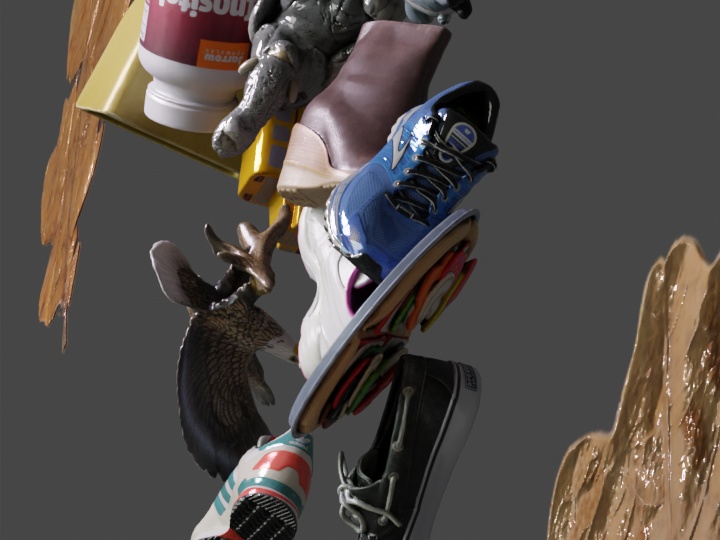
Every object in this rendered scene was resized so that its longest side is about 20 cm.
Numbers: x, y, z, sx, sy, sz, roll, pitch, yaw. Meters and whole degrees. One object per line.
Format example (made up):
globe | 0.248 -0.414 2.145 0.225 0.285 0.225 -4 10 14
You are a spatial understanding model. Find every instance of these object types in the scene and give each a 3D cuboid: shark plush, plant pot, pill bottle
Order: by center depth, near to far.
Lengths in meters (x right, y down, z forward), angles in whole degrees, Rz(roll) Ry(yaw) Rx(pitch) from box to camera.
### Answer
shark plush | 0.040 -0.220 1.623 0.200 0.083 0.091 -108 39 -59
pill bottle | -0.137 -0.231 1.876 0.113 0.112 0.202 -118 36 -66
plant pot | -0.142 -0.210 2.056 0.201 0.193 0.195 -67 17 -1

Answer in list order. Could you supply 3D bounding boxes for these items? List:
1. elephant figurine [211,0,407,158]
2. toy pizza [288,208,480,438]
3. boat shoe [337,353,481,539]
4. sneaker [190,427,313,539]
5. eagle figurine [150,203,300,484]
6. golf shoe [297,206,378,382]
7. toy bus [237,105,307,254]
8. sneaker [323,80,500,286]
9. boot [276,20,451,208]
elephant figurine | -0.048 -0.198 1.795 0.201 0.154 0.142 -60 42 19
toy pizza | 0.024 0.042 1.432 0.200 0.032 0.200 -49 -9 -11
boat shoe | 0.018 0.149 1.433 0.074 0.068 0.200 -106 34 -59
sneaker | -0.084 0.195 1.762 0.094 0.070 0.200 -65 7 -31
eagle figurine | -0.108 0.065 1.799 0.151 0.151 0.201 42 129 30
golf shoe | 0.000 0.000 1.632 0.091 0.075 0.201 -39 44 44
toy bus | -0.062 -0.120 1.889 0.065 0.078 0.201 133 147 -58
sneaker | 0.042 -0.069 1.449 0.089 0.078 0.201 -43 13 45
boot | 0.027 -0.120 1.609 0.199 0.072 0.167 12 68 50
